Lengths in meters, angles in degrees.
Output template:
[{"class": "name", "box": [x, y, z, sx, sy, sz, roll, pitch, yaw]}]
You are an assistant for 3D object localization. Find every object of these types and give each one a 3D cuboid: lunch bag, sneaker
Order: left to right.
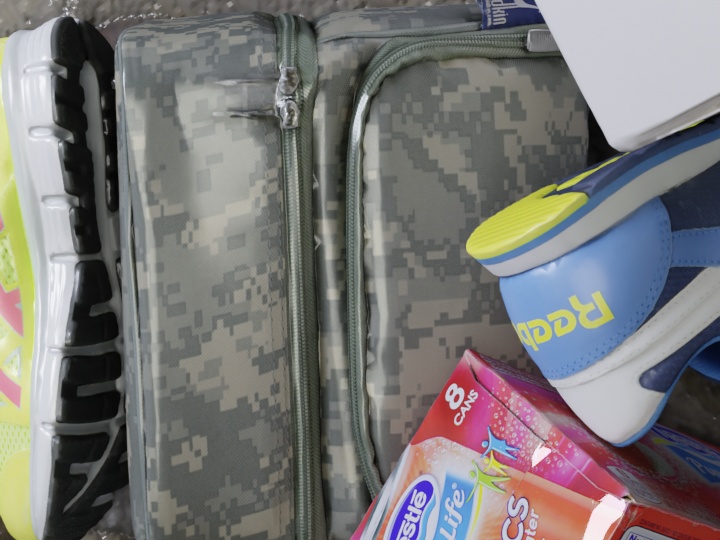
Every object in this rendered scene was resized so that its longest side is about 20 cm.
[{"class": "sneaker", "box": [-0.133, 0.007, 0.824, 0.090, 0.078, 0.201, -2, 90, 20]}, {"class": "lunch bag", "box": [0.000, 0.000, 0.764, 0.167, 0.139, 0.201, -2, 97, -5]}, {"class": "sneaker", "box": [0.125, -0.011, 0.686, 0.200, 0.074, 0.082, -24, 90, -29]}]

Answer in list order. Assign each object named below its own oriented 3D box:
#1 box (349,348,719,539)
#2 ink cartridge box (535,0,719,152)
[{"class": "box", "box": [0.099, 0.112, 0.713, 0.100, 0.200, 0.095, -59, 42, 11]}, {"class": "ink cartridge box", "box": [0.135, -0.145, 0.667, 0.144, 0.200, 0.148, -28, 90, 29]}]
